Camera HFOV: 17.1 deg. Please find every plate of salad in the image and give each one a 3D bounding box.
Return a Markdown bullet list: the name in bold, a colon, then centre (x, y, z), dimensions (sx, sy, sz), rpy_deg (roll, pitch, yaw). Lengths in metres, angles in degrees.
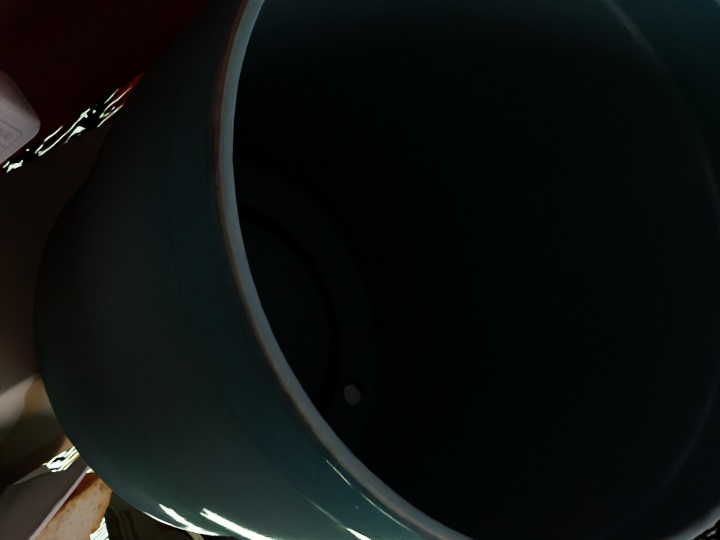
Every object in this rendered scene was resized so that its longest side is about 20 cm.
- **plate of salad**: centre (-0.147, 0.139, 0.793), dimensions (0.200, 0.048, 0.200), rpy_deg (-48, -175, 6)

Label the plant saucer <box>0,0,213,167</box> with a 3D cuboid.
- **plant saucer**: centre (-0.034, -0.130, 0.643), dimensions (0.199, 0.037, 0.200), rpy_deg (-37, 168, -25)

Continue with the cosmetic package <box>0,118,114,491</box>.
- **cosmetic package**: centre (-0.118, 0.020, 0.821), dimensions (0.200, 0.071, 0.105), rpy_deg (-32, 166, -41)

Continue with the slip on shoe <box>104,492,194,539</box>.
- **slip on shoe**: centre (-0.083, 0.141, 1.006), dimensions (0.061, 0.076, 0.200), rpy_deg (-46, -162, -8)

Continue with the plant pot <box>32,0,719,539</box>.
- **plant pot**: centre (0.000, 0.000, 0.715), dimensions (0.200, 0.200, 0.188), rpy_deg (-34, -173, -34)

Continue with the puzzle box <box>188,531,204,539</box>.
- **puzzle box**: centre (-0.045, 0.146, 1.209), dimensions (0.025, 0.200, 0.133), rpy_deg (-44, 168, 9)

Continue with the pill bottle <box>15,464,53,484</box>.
- **pill bottle**: centre (-0.167, 0.143, 1.000), dimensions (0.114, 0.114, 0.200), rpy_deg (-37, 168, -23)

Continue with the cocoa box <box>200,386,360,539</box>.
- **cocoa box**: centre (-0.018, 0.066, 1.011), dimensions (0.133, 0.131, 0.200), rpy_deg (-41, -169, -8)

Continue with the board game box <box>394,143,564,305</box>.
- **board game box**: centre (0.080, -0.079, 0.793), dimensions (0.151, 0.200, 0.047), rpy_deg (-46, 168, 21)

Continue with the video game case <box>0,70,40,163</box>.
- **video game case**: centre (-0.187, -0.001, 0.551), dimensions (0.200, 0.023, 0.182), rpy_deg (-37, 163, 5)
